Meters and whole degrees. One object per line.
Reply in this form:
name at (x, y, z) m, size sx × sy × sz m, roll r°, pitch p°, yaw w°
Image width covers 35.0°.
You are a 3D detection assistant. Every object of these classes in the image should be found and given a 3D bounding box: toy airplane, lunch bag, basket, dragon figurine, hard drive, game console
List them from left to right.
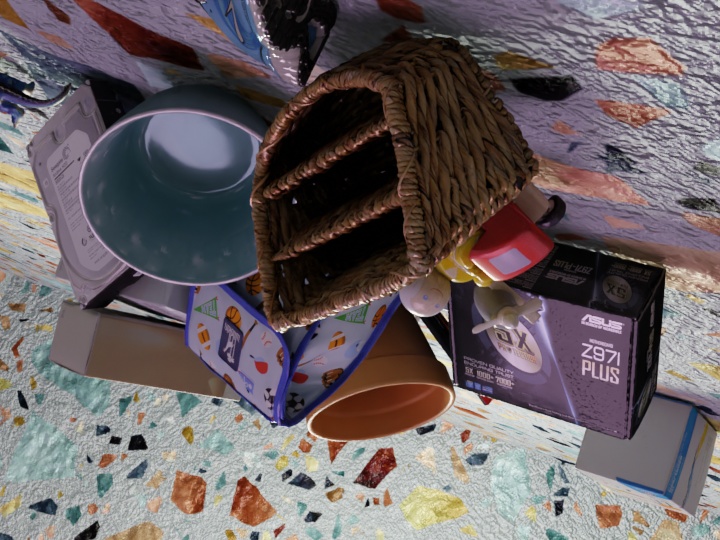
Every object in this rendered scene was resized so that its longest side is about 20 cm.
dragon figurine at (-0.415, -0.206, 1.251) m, size 0.200 × 0.059 × 0.099 m, roll 14°, pitch 168°, yaw 36°
hard drive at (-0.275, -0.078, 1.184) m, size 0.038 × 0.200 × 0.140 m, roll -4°, pitch 157°, yaw -48°
lunch bag at (-0.074, 0.034, 1.133) m, size 0.170 × 0.200 × 0.124 m, roll 35°, pitch -178°, yaw 38°
basket at (-0.006, -0.065, 0.802) m, size 0.143 × 0.149 × 0.200 m, roll 56°, pitch 146°, yaw -10°
game console at (0.103, 0.083, 1.502) m, size 0.200 × 0.031 × 0.177 m, roll 54°, pitch -174°, yaw 26°
toy airplane at (0.071, -0.025, 1.006) m, size 0.200 × 0.141 × 0.199 m, roll 27°, pitch 166°, yaw 15°

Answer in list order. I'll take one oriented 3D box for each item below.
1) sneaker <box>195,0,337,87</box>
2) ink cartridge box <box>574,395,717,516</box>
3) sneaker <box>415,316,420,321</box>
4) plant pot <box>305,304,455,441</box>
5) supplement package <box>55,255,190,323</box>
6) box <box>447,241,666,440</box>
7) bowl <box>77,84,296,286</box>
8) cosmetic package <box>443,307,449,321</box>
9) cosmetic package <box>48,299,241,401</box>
sneaker at (-0.074, -0.178, 0.721) m, size 0.090 × 0.078 × 0.200 m, roll 23°, pitch 169°, yaw 7°
ink cartridge box at (0.448, 0.279, 1.772) m, size 0.147 × 0.145 × 0.200 m, roll 13°, pitch 167°, yaw 33°
sneaker at (0.028, 0.044, 1.639) m, size 0.077 × 0.078 × 0.200 m, roll 41°, pitch -177°, yaw 34°
plant pot at (0.016, 0.128, 1.529) m, size 0.200 × 0.140 × 0.200 m, roll -9°, pitch 153°, yaw -5°
supplement package at (-0.199, -0.044, 1.274) m, size 0.200 × 0.191 × 0.147 m, roll 11°, pitch 170°, yaw 40°
box at (0.195, 0.061, 1.152) m, size 0.200 × 0.086 × 0.164 m, roll 16°, pitch 133°, yaw 26°
bowl at (-0.155, -0.094, 1.072) m, size 0.201 × 0.105 × 0.201 m, roll 0°, pitch 131°, yaw 0°
cosmetic package at (0.171, 0.052, 1.359) m, size 0.113 × 0.081 × 0.200 m, roll 20°, pitch 170°, yaw 18°
cosmetic package at (-0.233, 0.091, 1.281) m, size 0.200 × 0.071 × 0.105 m, roll 14°, pitch 178°, yaw -37°
